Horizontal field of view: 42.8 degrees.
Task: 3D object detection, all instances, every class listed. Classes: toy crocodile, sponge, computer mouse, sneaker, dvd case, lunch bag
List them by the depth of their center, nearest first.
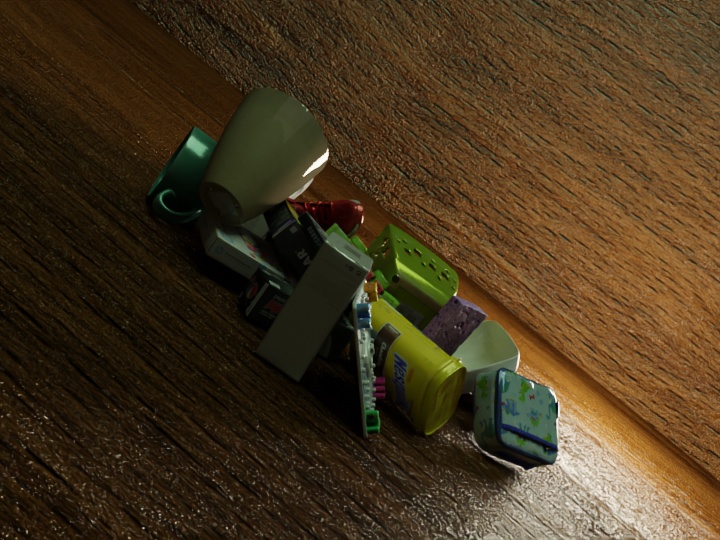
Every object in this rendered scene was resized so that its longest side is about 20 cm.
[{"bbox_3d":[-0.033,-0.004,1.583,0.151,0.025,0.200,57,3,26],"label":"dvd case"},{"bbox_3d":[0.143,0.139,1.720,0.030,0.201,0.111,47,13,34],"label":"sponge"},{"bbox_3d":[0.000,0.000,1.733,0.202,0.067,0.062,55,-3,-10],"label":"toy crocodile"},{"bbox_3d":[0.302,0.288,1.763,0.198,0.082,0.164,28,57,-36],"label":"lunch bag"},{"bbox_3d":[-0.138,-0.016,1.768,0.200,0.034,0.059,51,-4,48],"label":"computer mouse"},{"bbox_3d":[-0.088,-0.104,1.776,0.114,0.080,0.198,10,-12,-36],"label":"sneaker"}]

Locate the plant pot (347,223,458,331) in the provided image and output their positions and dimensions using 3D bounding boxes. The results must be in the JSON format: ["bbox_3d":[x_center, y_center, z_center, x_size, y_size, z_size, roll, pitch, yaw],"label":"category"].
[{"bbox_3d":[0.082,0.059,1.880,0.198,0.200,0.182,34,17,-15],"label":"plant pot"}]

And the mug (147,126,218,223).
[{"bbox_3d":[-0.306,-0.152,1.668,0.114,0.187,0.151,34,-16,-17],"label":"mug"}]

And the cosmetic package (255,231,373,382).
[{"bbox_3d":[-0.067,0.054,1.385,0.084,0.202,0.108,33,9,-2],"label":"cosmetic package"}]

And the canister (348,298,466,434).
[{"bbox_3d":[0.075,0.161,1.566,0.086,0.150,0.199,-29,55,-34],"label":"canister"}]

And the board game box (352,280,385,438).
[{"bbox_3d":[0.016,0.130,1.427,0.025,0.205,0.200,-4,9,5],"label":"board game box"}]

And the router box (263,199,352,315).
[{"bbox_3d":[-0.092,-0.025,1.628,0.201,0.052,0.158,54,2,-26],"label":"router box"}]

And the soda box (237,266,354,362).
[{"bbox_3d":[-0.104,0.075,1.522,0.198,0.071,0.063,31,11,-34],"label":"soda box"}]

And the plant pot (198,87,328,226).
[{"bbox_3d":[-0.183,-0.177,1.572,0.186,0.188,0.201,37,55,0],"label":"plant pot"}]

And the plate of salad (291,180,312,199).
[{"bbox_3d":[-0.190,-0.180,1.968,0.049,0.198,0.199,61,18,16],"label":"plate of salad"}]

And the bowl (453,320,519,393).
[{"bbox_3d":[0.222,0.189,1.916,0.196,0.076,0.200,-10,22,-7],"label":"bowl"}]

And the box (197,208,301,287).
[{"bbox_3d":[-0.185,-0.023,1.589,0.198,0.041,0.156,32,12,-25],"label":"box"}]

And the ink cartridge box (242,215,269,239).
[{"bbox_3d":[-0.148,-0.065,1.922,0.200,0.085,0.144,42,12,22],"label":"ink cartridge box"}]
